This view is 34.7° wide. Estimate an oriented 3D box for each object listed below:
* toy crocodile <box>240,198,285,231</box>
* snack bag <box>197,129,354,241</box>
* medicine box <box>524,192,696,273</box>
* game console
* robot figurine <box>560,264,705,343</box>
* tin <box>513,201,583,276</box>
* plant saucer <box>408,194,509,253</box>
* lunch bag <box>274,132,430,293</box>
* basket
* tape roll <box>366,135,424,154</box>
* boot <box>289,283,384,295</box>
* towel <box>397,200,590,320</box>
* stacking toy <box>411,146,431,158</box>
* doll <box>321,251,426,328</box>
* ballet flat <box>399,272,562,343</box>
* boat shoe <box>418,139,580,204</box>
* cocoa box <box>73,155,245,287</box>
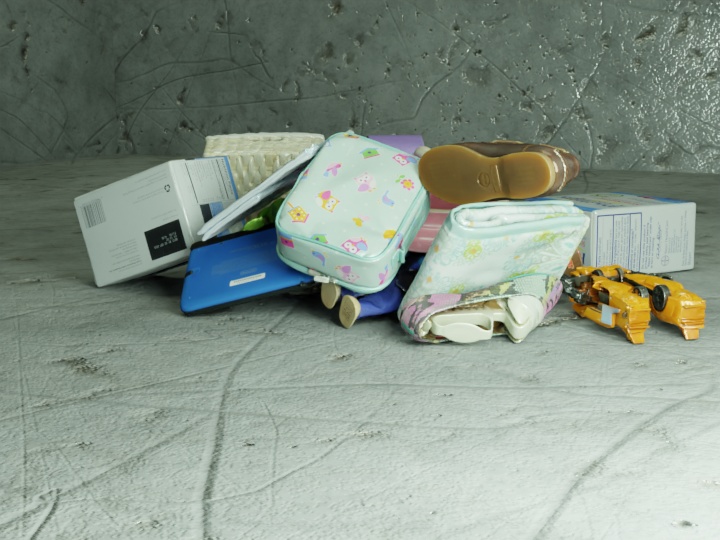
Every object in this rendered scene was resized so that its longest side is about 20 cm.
[{"bbox_3d":[-0.080,-0.073,1.623,0.198,0.063,0.067,-15,-4,-28],"label":"toy crocodile"},{"bbox_3d":[-0.104,-0.115,1.512,0.199,0.022,0.188,-34,2,23],"label":"snack bag"},{"bbox_3d":[0.378,-0.057,1.763,0.197,0.105,0.182,-4,11,-27],"label":"medicine box"},{"bbox_3d":[-0.114,0.003,1.492,0.197,0.119,0.172,-14,45,19],"label":"game console"},{"bbox_3d":[0.315,0.035,1.371,0.143,0.059,0.200,-2,11,-14],"label":"robot figurine"},{"bbox_3d":[0.246,-0.033,1.617,0.042,0.113,0.200,-30,16,-11],"label":"tin"},{"bbox_3d":[0.118,-0.069,1.504,0.197,0.052,0.201,-2,16,1],"label":"plant saucer"},{"bbox_3d":[-0.004,-0.066,1.384,0.158,0.078,0.201,21,52,12],"label":"lunch bag"},{"bbox_3d":[-0.149,-0.102,1.791,0.195,0.203,0.161,-1,15,-2],"label":"basket"},{"bbox_3d":[0.051,-0.106,1.766,0.084,0.203,0.200,0,10,-4],"label":"tape roll"},{"bbox_3d":[0.000,0.000,1.558,0.171,0.070,0.200,1,10,14],"label":"boot"},{"bbox_3d":[0.156,-0.005,1.337,0.197,0.172,0.048,-3,46,-29],"label":"towel"},{"bbox_3d":[0.033,-0.087,1.614,0.199,0.086,0.085,-35,19,-11],"label":"stacking toy"},{"bbox_3d":[0.054,0.017,1.418,0.198,0.049,0.136,-19,47,-34],"label":"doll"},{"bbox_3d":[0.144,0.052,1.293,0.197,0.070,0.071,-8,31,-13],"label":"ballet flat"},{"bbox_3d":[0.158,-0.113,1.327,0.198,0.072,0.070,10,21,43],"label":"boat shoe"},{"bbox_3d":[-0.279,-0.070,1.630,0.198,0.135,0.131,-16,0,33],"label":"cocoa box"}]
